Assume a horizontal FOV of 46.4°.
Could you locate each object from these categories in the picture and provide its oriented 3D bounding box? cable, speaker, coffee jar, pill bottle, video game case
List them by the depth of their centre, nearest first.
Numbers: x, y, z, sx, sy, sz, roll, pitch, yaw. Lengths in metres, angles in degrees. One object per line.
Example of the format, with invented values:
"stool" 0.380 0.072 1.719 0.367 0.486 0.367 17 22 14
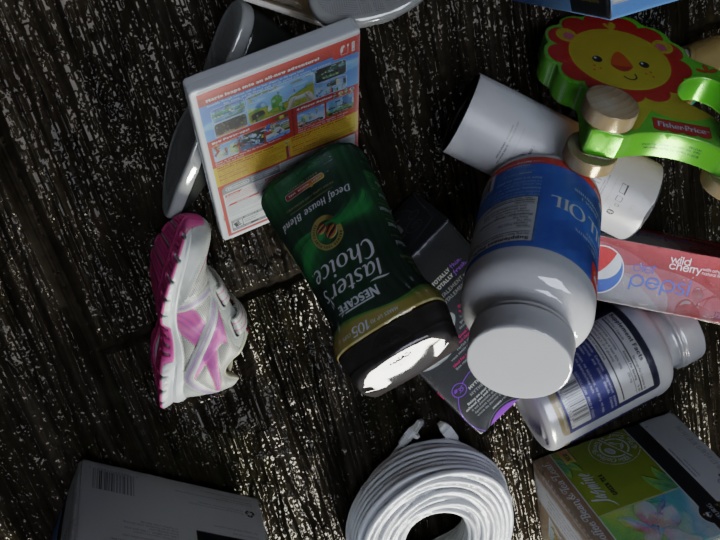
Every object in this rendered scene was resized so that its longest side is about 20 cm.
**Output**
"pill bottle" 0.144 0.003 0.705 0.110 0.202 0.113 10 136 10
"video game case" -0.066 -0.111 0.707 0.141 0.018 0.201 -24 153 -14
"coffee jar" 0.000 0.000 0.712 0.103 0.085 0.202 -31 72 8
"speaker" 0.177 -0.107 0.788 0.197 0.081 0.082 24 104 -5
"pill bottle" 0.264 0.101 0.907 0.198 0.111 0.112 -26 116 -5
"cable" 0.082 0.290 0.951 0.199 0.069 0.200 39 96 -25

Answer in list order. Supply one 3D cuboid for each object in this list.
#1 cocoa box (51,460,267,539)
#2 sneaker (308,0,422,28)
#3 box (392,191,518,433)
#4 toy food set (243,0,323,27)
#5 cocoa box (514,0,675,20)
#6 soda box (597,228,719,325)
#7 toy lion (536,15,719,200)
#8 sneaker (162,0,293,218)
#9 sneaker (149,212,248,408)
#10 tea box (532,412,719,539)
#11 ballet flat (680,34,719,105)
"cocoa box" -0.204 0.298 0.828 0.197 0.134 0.133 19 106 -22
"sneaker" 0.046 -0.252 0.703 0.198 0.112 0.074 -34 89 -2
"box" 0.086 0.042 0.835 0.122 0.106 0.200 -43 115 3
"toy food set" -0.044 -0.313 0.683 0.141 0.060 0.203 12 108 -20
"cocoa box" 0.202 -0.294 0.684 0.131 0.200 0.133 -18 115 -9
"soda box" 0.273 -0.006 0.856 0.196 0.064 0.071 11 109 4
"toy lion" 0.258 -0.162 0.755 0.196 0.194 0.069 11 138 0
"sneaker" -0.103 -0.123 0.737 0.098 0.071 0.202 15 114 -33
"sneaker" -0.148 0.035 0.780 0.087 0.082 0.203 -4 127 -21
"tea box" 0.328 0.293 0.951 0.194 0.200 0.136 -17 115 -9
"ballet flat" 0.285 -0.166 0.833 0.063 0.069 0.201 36 97 -20
